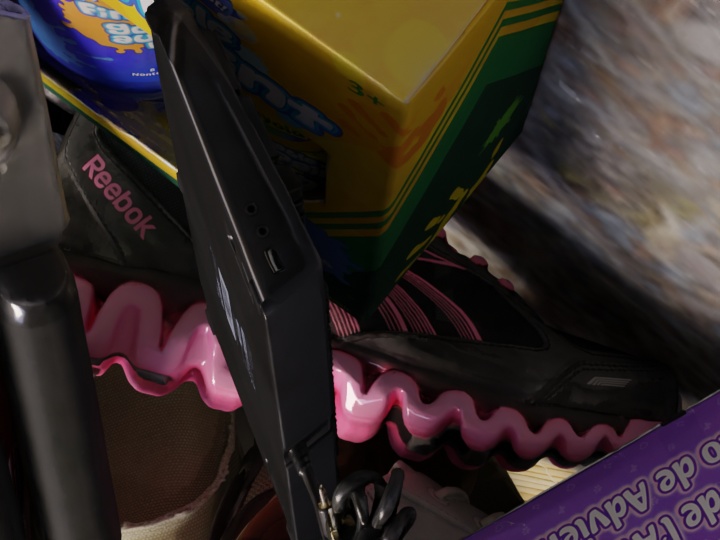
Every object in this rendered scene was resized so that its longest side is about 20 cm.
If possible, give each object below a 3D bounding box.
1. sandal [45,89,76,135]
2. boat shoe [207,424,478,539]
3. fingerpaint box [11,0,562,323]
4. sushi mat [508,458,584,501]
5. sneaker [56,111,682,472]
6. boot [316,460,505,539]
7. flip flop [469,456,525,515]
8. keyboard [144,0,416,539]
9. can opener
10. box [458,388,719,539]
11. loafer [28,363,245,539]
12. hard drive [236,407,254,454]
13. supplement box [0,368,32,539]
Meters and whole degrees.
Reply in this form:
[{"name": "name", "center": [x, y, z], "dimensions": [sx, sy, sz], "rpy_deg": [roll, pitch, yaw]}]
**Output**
[{"name": "sandal", "center": [-0.073, -0.052, 0.829], "dimensions": [0.075, 0.045, 0.200], "rpy_deg": [19, 155, 53]}, {"name": "boat shoe", "center": [-0.010, 0.088, 0.804], "dimensions": [0.073, 0.200, 0.065], "rpy_deg": [35, 133, -8]}, {"name": "fingerpaint box", "center": [-0.054, -0.091, 0.617], "dimensions": [0.200, 0.073, 0.167], "rpy_deg": [37, 165, 7]}, {"name": "sushi mat", "center": [0.038, 0.059, 0.953], "dimensions": [0.096, 0.012, 0.200], "rpy_deg": [45, 164, -19]}, {"name": "sneaker", "center": [0.000, 0.000, 0.757], "dimensions": [0.199, 0.096, 0.079], "rpy_deg": [15, 168, -9]}, {"name": "boot", "center": [0.045, 0.084, 0.743], "dimensions": [0.096, 0.200, 0.074], "rpy_deg": [49, 133, 19]}, {"name": "flip flop", "center": [0.035, 0.116, 0.856], "dimensions": [0.200, 0.081, 0.058], "rpy_deg": [-119, 6, -67]}, {"name": "keyboard", "center": [-0.014, 0.027, 0.603], "dimensions": [0.200, 0.021, 0.127], "rpy_deg": [86, 163, -71]}, {"name": "can opener", "center": [-0.101, 0.001, 0.684], "dimensions": [0.200, 0.053, 0.067], "rpy_deg": [86, 159, -47]}, {"name": "box", "center": [0.110, 0.098, 0.659], "dimensions": [0.039, 0.137, 0.200], "rpy_deg": [61, -177, 41]}, {"name": "loafer", "center": [-0.078, 0.028, 0.879], "dimensions": [0.200, 0.075, 0.068], "rpy_deg": [-98, -4, -53]}, {"name": "hard drive", "center": [-0.043, 0.071, 1.006], "dimensions": [0.200, 0.025, 0.132], "rpy_deg": [37, -164, 33]}, {"name": "supplement box", "center": [-0.175, 0.080, 0.884], "dimensions": [0.200, 0.132, 0.198], "rpy_deg": [-106, 12, -73]}]
